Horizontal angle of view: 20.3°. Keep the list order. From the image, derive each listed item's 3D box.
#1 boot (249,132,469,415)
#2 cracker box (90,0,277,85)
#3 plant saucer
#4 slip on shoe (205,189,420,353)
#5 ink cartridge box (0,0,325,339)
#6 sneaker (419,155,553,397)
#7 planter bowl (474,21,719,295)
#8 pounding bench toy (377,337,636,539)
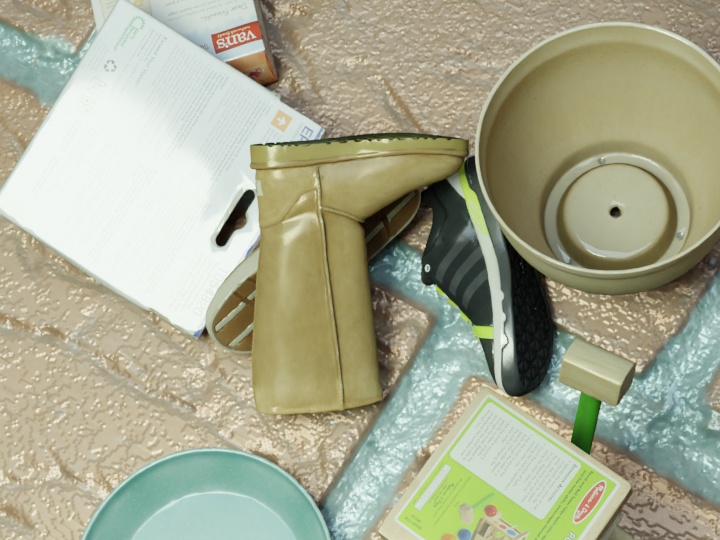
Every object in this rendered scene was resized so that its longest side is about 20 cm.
[{"bbox_3d":[0.000,0.000,1.511,0.173,0.066,0.202,-4,98,-1],"label":"boot"},{"bbox_3d":[-0.156,-0.234,1.675,0.133,0.058,0.202,-16,65,4],"label":"cracker box"},{"bbox_3d":[-0.113,0.231,1.482,0.198,0.036,0.202,-3,67,8],"label":"plant saucer"},{"bbox_3d":[-0.042,-0.015,1.565,0.200,0.076,0.061,-45,29,-2],"label":"slip on shoe"},{"bbox_3d":[-0.157,-0.079,1.587,0.199,0.041,0.201,33,89,6],"label":"ink cartridge box"},{"bbox_3d":[0.090,0.009,1.540,0.082,0.072,0.202,-22,62,27],"label":"sneaker"},{"bbox_3d":[0.189,-0.065,1.505,0.198,0.135,0.202,-3,67,7],"label":"planter bowl"},{"bbox_3d":[0.128,0.160,1.407,0.124,0.156,0.201,32,75,21],"label":"pounding bench toy"}]
